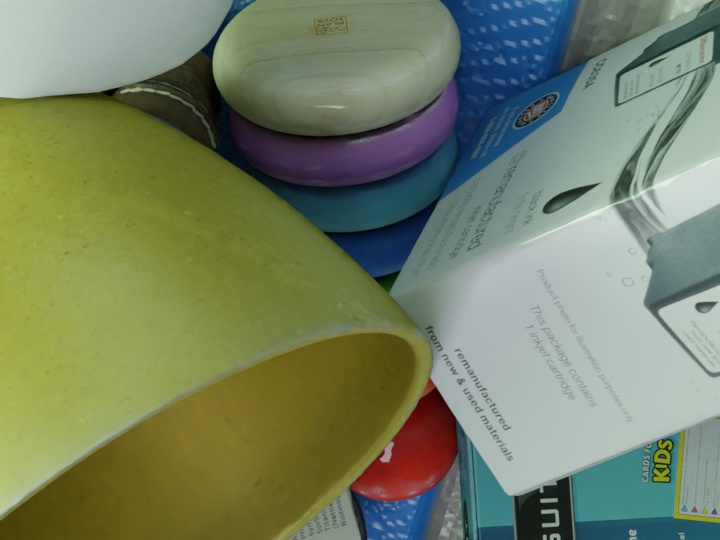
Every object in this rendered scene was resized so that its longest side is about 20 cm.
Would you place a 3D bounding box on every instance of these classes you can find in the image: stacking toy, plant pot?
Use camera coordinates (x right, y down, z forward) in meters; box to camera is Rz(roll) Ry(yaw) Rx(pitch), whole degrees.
[{"bbox_3d":[0.000,0.000,0.867,0.085,0.086,0.201,4,126,15],"label":"stacking toy"},{"bbox_3d":[-0.098,0.023,0.732,0.200,0.199,0.142,-47,68,33],"label":"plant pot"}]

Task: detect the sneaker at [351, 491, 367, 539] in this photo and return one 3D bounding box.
[{"bbox_3d":[-0.110,0.102,0.955,0.201,0.146,0.078,4,81,-18],"label":"sneaker"}]

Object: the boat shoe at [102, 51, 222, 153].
[{"bbox_3d":[-0.093,-0.010,0.884,0.072,0.073,0.200,33,144,-11],"label":"boat shoe"}]

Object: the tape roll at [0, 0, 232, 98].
[{"bbox_3d":[-0.125,-0.140,0.744,0.201,0.203,0.071,23,125,2],"label":"tape roll"}]

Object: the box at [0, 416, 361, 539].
[{"bbox_3d":[-0.107,0.087,0.842,0.199,0.068,0.083,-14,89,-17],"label":"box"}]

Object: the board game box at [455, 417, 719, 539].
[{"bbox_3d":[0.137,0.117,0.828,0.198,0.047,0.152,-3,80,-1],"label":"board game box"}]

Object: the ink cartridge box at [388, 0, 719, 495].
[{"bbox_3d":[0.125,-0.028,0.766,0.199,0.147,0.086,-26,108,28],"label":"ink cartridge box"}]
